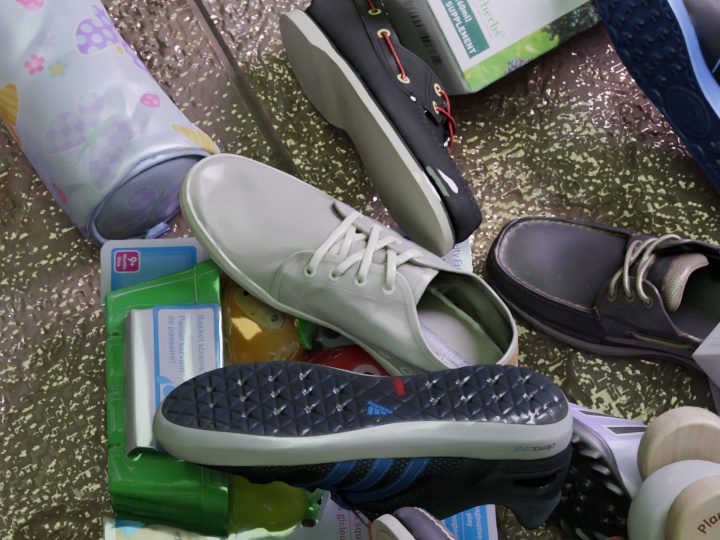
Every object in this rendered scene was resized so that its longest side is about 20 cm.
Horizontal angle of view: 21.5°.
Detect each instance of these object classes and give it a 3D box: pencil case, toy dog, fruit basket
[{"bbox_3d":[-0.161,-0.111,1.044,0.090,0.083,0.200,-32,72,-16],"label":"pencil case"},{"bbox_3d":[0.169,0.167,0.880,0.096,0.132,0.201,-29,85,9],"label":"toy dog"},{"bbox_3d":[-0.034,0.062,0.967,0.198,0.094,0.187,-4,68,1],"label":"fruit basket"}]

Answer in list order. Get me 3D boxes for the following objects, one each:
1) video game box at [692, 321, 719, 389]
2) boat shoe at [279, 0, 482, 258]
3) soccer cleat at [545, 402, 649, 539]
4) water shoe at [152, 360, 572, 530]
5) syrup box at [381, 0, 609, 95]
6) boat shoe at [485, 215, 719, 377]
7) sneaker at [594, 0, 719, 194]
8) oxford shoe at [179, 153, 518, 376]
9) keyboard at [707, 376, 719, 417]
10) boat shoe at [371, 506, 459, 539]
[{"bbox_3d":[0.289,0.047,0.948,0.182,0.047,0.200,-46,103,-14],"label":"video game box"},{"bbox_3d":[0.020,-0.085,1.013,0.063,0.074,0.202,-20,44,-11],"label":"boat shoe"},{"bbox_3d":[0.155,0.110,0.977,0.199,0.069,0.073,26,42,17],"label":"soccer cleat"},{"bbox_3d":[0.001,0.092,0.893,0.198,0.080,0.072,1,28,1],"label":"water shoe"},{"bbox_3d":[0.115,-0.178,1.061,0.199,0.081,0.079,-30,100,-11],"label":"syrup box"},{"bbox_3d":[0.164,0.008,0.999,0.198,0.073,0.075,17,66,11],"label":"boat shoe"},{"bbox_3d":[0.199,-0.113,1.016,0.078,0.070,0.201,-37,98,-22],"label":"sneaker"},{"bbox_3d":[0.000,0.000,0.942,0.199,0.058,0.075,35,57,3],"label":"oxford shoe"},{"bbox_3d":[0.286,0.046,1.025,0.198,0.011,0.057,-11,64,-5],"label":"keyboard"},{"bbox_3d":[0.086,0.177,0.864,0.063,0.073,0.200,-39,78,-22],"label":"boat shoe"}]
